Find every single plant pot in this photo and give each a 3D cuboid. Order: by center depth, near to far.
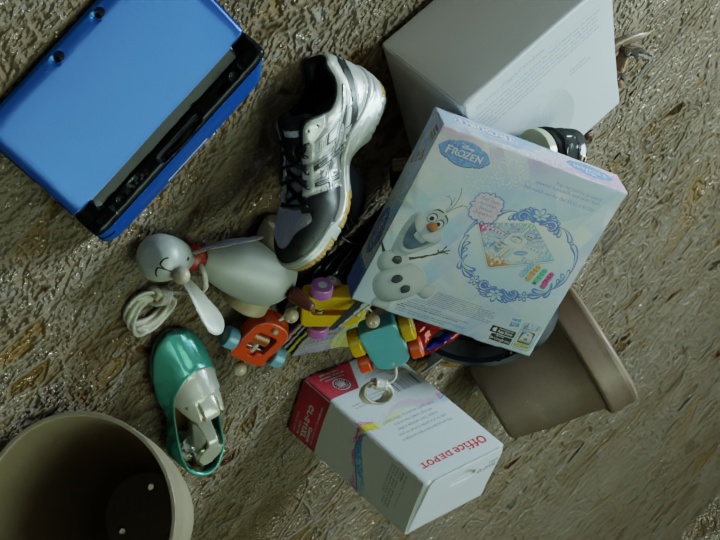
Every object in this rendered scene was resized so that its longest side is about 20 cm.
[{"bbox_3d":[-0.235,0.236,1.372,0.187,0.187,0.200,-50,165,-1],"label":"plant pot"},{"bbox_3d":[0.245,0.131,1.930,0.174,0.200,0.200,-31,151,3],"label":"plant pot"}]

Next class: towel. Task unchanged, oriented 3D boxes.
[{"bbox_3d":[0.016,0.030,1.552,0.200,0.023,0.143,-40,160,30],"label":"towel"}]

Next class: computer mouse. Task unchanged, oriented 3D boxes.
[{"bbox_3d":[-0.001,-0.077,1.435,0.140,0.046,0.200,-39,142,-21],"label":"computer mouse"}]

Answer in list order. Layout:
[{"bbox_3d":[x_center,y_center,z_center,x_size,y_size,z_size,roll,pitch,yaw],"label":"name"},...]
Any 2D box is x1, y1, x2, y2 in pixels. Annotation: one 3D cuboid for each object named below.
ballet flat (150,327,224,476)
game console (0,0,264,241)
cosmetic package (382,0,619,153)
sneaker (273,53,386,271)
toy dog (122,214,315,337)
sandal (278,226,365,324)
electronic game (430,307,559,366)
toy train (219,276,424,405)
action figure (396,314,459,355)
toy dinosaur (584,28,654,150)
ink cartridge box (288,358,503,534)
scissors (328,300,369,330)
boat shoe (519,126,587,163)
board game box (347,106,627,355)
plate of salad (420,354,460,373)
[{"bbox_3d":[-0.163,0.138,1.444,0.067,0.070,0.200,-34,147,-27],"label":"ballet flat"},{"bbox_3d":[-0.184,-0.136,1.159,0.200,0.118,0.171,-48,-178,-5],"label":"game console"},{"bbox_3d":[0.145,-0.197,1.442,0.199,0.123,0.200,-41,151,-13],"label":"cosmetic package"},{"bbox_3d":[-0.050,-0.102,1.304,0.088,0.076,0.200,30,72,-45],"label":"sneaker"},{"bbox_3d":[-0.114,0.010,1.342,0.200,0.096,0.132,-21,139,-42],"label":"toy dog"},{"bbox_3d":[0.000,0.000,1.544,0.200,0.045,0.075,-38,149,-22],"label":"sandal"},{"bbox_3d":[0.125,0.030,1.629,0.042,0.199,0.200,-72,175,-50],"label":"electronic game"},{"bbox_3d":[-0.035,0.064,1.479,0.200,0.056,0.150,21,128,-26],"label":"toy train"},{"bbox_3d":[0.098,0.046,1.590,0.200,0.065,0.052,-32,-160,38],"label":"action figure"},{"bbox_3d":[0.259,-0.206,1.648,0.200,0.086,0.136,-54,166,-30],"label":"toy dinosaur"},{"bbox_3d":[0.040,0.193,1.660,0.146,0.200,0.083,-17,136,-45],"label":"ink cartridge box"},{"bbox_3d":[0.047,-0.012,1.421,0.200,0.014,0.073,-26,121,-13],"label":"scissors"},{"bbox_3d":[0.171,-0.053,1.448,0.063,0.074,0.202,-7,128,-36],"label":"boat shoe"},{"bbox_3d":[0.118,-0.033,1.373,0.200,0.043,0.199,19,118,-19],"label":"board game box"},{"bbox_3d":[0.159,0.073,1.783,0.200,0.048,0.200,-38,176,-3],"label":"plate of salad"}]
